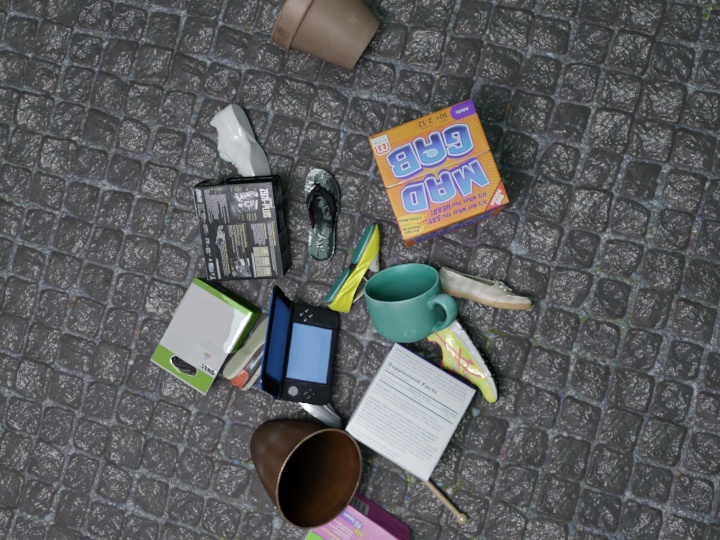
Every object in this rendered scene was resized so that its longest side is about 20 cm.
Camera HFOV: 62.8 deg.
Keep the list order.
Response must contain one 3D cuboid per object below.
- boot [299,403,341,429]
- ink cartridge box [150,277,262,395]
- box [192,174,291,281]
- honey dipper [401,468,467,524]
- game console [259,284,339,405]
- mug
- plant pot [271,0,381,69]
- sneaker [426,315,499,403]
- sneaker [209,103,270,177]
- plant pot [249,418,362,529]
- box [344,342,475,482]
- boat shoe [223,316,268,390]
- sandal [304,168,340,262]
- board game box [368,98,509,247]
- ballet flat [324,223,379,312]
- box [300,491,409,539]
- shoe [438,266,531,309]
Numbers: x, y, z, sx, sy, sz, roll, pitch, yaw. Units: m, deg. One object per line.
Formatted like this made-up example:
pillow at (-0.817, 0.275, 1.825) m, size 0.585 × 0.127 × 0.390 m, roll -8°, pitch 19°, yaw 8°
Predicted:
boot at (-0.096, 0.238, 1.224) m, size 0.200 × 0.074 × 0.096 m, roll 41°, pitch 80°, yaw -4°
ink cartridge box at (-0.327, 0.135, 1.249) m, size 0.148 × 0.076 × 0.200 m, roll 30°, pitch 93°, yaw 6°
box at (-0.239, -0.087, 1.211) m, size 0.163 × 0.086 × 0.201 m, roll -3°, pitch 109°, yaw 6°
honey dipper at (0.146, 0.441, 1.208) m, size 0.200 × 0.038 × 0.038 m, roll 44°, pitch 93°, yaw 5°
game console at (-0.114, 0.150, 1.149) m, size 0.170 × 0.118 × 0.201 m, roll 13°, pitch 69°, yaw -19°
mug at (0.095, 0.078, 1.152) m, size 0.152 × 0.185 × 0.115 m, roll -17°, pitch 116°, yaw -5°
plant pot at (-0.059, -0.505, 1.199) m, size 0.174 × 0.200 × 0.201 m, roll 33°, pitch 92°, yaw -10°
sneaker at (0.208, 0.186, 1.197) m, size 0.090 × 0.078 × 0.200 m, roll -35°, pitch 79°, yaw 12°
sneaker at (-0.261, -0.248, 1.266) m, size 0.088 × 0.075 × 0.201 m, roll -23°, pitch 86°, yaw 22°
plant pot at (-0.129, 0.369, 1.155) m, size 0.186 × 0.200 × 0.188 m, roll -6°, pitch 100°, yaw -36°
box at (0.095, 0.275, 1.166) m, size 0.184 × 0.105 × 0.200 m, roll 30°, pitch 80°, yaw 6°
boat shoe at (-0.200, 0.163, 1.241) m, size 0.200 × 0.071 × 0.063 m, roll -49°, pitch 121°, yaw -11°
sandal at (-0.081, -0.118, 1.244) m, size 0.075 × 0.048 × 0.201 m, roll -3°, pitch 88°, yaw 6°
board game box at (0.148, -0.177, 1.146) m, size 0.199 × 0.200 × 0.200 m, roll -20°, pitch 86°, yaw 5°
ballet flat at (0.000, 0.000, 1.231) m, size 0.067 × 0.067 × 0.200 m, roll 30°, pitch 94°, yaw -15°
box at (-0.028, 0.568, 1.192) m, size 0.176 × 0.097 × 0.200 m, roll 34°, pitch 92°, yaw 6°
shoe at (0.249, 0.038, 1.193) m, size 0.199 × 0.070 × 0.054 m, roll 13°, pitch 98°, yaw 9°
